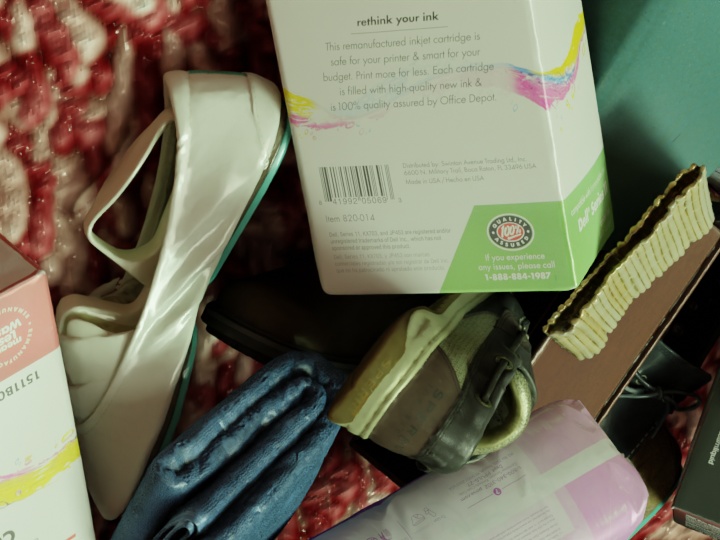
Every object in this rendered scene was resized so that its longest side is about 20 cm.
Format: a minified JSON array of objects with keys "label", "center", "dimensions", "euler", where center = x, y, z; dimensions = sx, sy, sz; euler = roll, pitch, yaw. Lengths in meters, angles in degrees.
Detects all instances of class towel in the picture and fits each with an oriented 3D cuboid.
[{"label":"towel","center":[-0.068,0.117,1.085],"dimensions":[0.112,0.049,0.200],"euler":[-41,169,-34]}]

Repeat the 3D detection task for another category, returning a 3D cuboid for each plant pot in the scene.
[{"label":"plant pot","center":[0.109,-0.117,1.101],"dimensions":[0.141,0.141,0.201],"euler":[5,123,-48]}]

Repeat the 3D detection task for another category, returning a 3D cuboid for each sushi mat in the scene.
[{"label":"sushi mat","center":[0.123,0.000,1.108],"dimensions":[0.096,0.012,0.200],"euler":[-49,170,2]}]

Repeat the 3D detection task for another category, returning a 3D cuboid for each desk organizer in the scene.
[{"label":"desk organizer","center":[0.089,0.034,1.240],"dimensions":[0.201,0.072,0.077],"euler":[-55,140,1]}]

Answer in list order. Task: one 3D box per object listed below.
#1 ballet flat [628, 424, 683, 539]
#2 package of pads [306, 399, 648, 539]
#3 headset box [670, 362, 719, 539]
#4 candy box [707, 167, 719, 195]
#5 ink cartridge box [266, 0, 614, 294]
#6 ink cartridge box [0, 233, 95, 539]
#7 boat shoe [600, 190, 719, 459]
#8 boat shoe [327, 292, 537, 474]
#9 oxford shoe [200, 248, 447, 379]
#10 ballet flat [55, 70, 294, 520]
[{"label":"ballet flat","center":[0.103,0.150,1.337],"dimensions":[0.200,0.068,0.072],"euler":[-51,121,-21]},{"label":"package of pads","center":[0.025,0.142,1.116],"dimensions":[0.199,0.076,0.121],"euler":[-27,162,-28]},{"label":"headset box","center":[0.222,0.073,1.313],"dimensions":[0.200,0.077,0.150],"euler":[42,68,-79]},{"label":"candy box","center":[0.218,-0.126,1.249],"dimensions":[0.170,0.077,0.200],"euler":[-55,143,0]},{"label":"ink cartridge box","center":[0.029,-0.095,1.007],"dimensions":[0.067,0.116,0.202],"euler":[-47,131,-58]},{"label":"ink cartridge box","center":[-0.175,0.088,1.005],"dimensions":[0.116,0.067,0.201],"euler":[-31,136,-27]},{"label":"boat shoe","center":[0.144,0.049,1.292],"dimensions":[0.074,0.062,0.201],"euler":[34,84,-42]},{"label":"boat shoe","center":[0.040,0.050,1.046],"dimensions":[0.073,0.065,0.200],"euler":[-50,172,18]},{"label":"oxford shoe","center":[0.000,0.000,1.126],"dimensions":[0.199,0.072,0.085],"euler":[-12,125,-56]},{"label":"ballet flat","center":[-0.092,0.005,1.043],"dimensions":[0.069,0.069,0.201],"euler":[8,109,-49]}]
